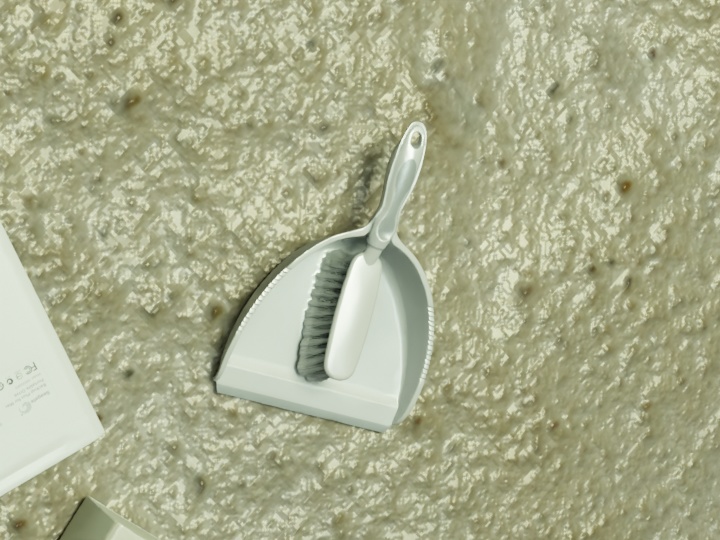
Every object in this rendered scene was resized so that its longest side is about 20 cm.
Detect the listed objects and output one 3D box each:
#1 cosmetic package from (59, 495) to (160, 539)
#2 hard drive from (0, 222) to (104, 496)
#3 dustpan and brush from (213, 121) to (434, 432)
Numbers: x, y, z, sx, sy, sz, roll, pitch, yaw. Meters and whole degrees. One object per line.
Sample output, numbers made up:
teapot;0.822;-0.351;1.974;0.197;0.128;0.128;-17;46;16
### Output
cosmetic package;-0.174;0.255;1.400;0.103;0.073;0.201;36;83;-24
hard drive;-0.253;0.044;1.355;0.131;0.026;0.201;-30;109;-17
dustpan and brush;0.000;0.000;1.440;0.139;0.057;0.201;15;92;-25
